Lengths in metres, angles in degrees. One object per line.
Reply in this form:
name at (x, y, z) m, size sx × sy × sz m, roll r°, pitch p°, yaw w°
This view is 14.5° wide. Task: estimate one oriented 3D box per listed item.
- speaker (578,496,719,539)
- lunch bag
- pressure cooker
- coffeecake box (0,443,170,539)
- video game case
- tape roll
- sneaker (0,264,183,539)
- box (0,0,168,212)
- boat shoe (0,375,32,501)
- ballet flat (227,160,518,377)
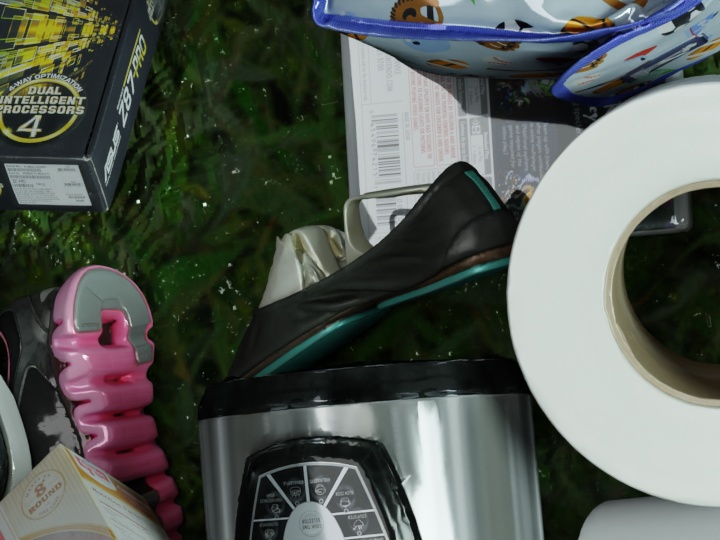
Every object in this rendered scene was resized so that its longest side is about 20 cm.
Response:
speaker at (0.205, 0.143, 1.379) m, size 0.199 × 0.081 × 0.082 m, roll -9°, pitch 84°, yaw 37°
lunch bag at (0.094, -0.145, 1.392) m, size 0.199 × 0.170 × 0.125 m, roll 6°, pitch 90°, yaw 14°
pressure cooker at (0.011, 0.147, 1.416) m, size 0.178 × 0.176 × 0.201 m, roll -2°, pitch 86°, yaw -23°
coffeecake box at (-0.142, 0.207, 1.364) m, size 0.154 × 0.073 × 0.200 m, roll -45°, pitch 43°, yaw 6°
video game case at (0.079, -0.113, 1.493) m, size 0.181 × 0.023 × 0.201 m, roll -4°, pitch 85°, yaw 15°
tape roll at (0.176, 0.005, 1.384) m, size 0.202 × 0.139 × 0.204 m, roll 1°, pitch 96°, yaw 7°
sneaker at (-0.156, 0.101, 1.524) m, size 0.095 × 0.079 × 0.201 m, roll -9°, pitch 83°, yaw 36°
box at (-0.214, -0.105, 1.514) m, size 0.199 × 0.049 × 0.162 m, roll 1°, pitch 49°, yaw 15°
boat shoe at (-0.238, 0.042, 1.522) m, size 0.076 × 0.060 × 0.201 m, roll -49°, pitch 58°, yaw 37°
ballet flat at (0.000, 0.000, 1.462) m, size 0.200 × 0.068 × 0.069 m, roll -28°, pitch 81°, yaw 34°
